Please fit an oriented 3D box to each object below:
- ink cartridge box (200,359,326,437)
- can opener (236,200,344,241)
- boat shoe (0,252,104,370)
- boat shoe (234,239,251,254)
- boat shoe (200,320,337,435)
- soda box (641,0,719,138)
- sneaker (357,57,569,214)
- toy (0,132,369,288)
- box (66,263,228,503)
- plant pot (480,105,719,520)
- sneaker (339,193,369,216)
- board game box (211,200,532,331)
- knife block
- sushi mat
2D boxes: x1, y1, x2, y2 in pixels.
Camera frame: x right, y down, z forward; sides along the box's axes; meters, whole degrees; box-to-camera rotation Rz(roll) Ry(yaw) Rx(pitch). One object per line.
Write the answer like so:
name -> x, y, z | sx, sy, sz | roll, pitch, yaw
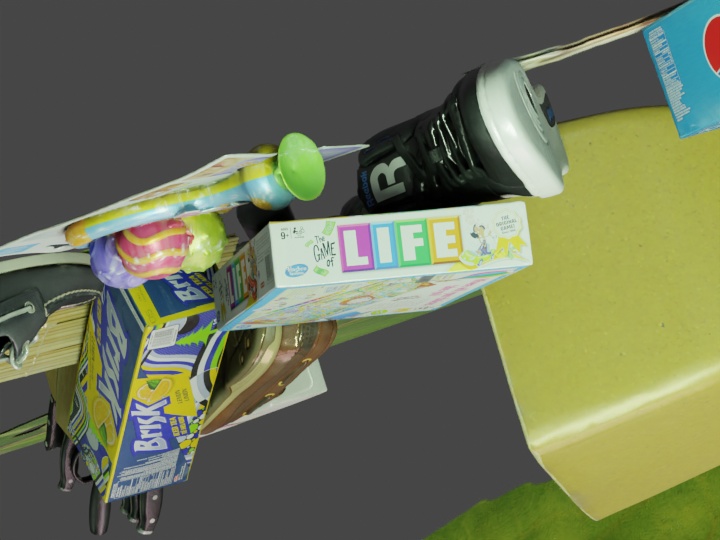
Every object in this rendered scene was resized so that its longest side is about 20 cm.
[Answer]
ink cartridge box -> -0.102, 0.058, 1.617 | 0.200, 0.117, 0.067 | -21, 173, 40
can opener -> -0.041, -0.024, 1.337 | 0.066, 0.053, 0.200 | -33, 174, 2
boat shoe -> -0.219, 0.032, 1.216 | 0.073, 0.063, 0.200 | -22, 174, 37
boat shoe -> -0.041, -0.002, 1.503 | 0.200, 0.070, 0.066 | -9, 174, -15
boat shoe -> -0.079, 0.070, 1.472 | 0.068, 0.072, 0.200 | 6, 157, -25
soda box -> 0.222, -0.125, 1.031 | 0.068, 0.064, 0.200 | -16, 175, -26
sneaker -> 0.047, -0.056, 1.122 | 0.112, 0.073, 0.200 | -20, 176, 10
toy -> -0.099, -0.021, 1.144 | 0.200, 0.047, 0.115 | -22, 172, 39
box -> -0.137, 0.062, 1.365 | 0.064, 0.070, 0.200 | -15, 148, -27
plant pot -> 0.188, 0.012, 1.264 | 0.200, 0.194, 0.196 | -19, 157, 10
sneaker -> 0.085, -0.042, 1.432 | 0.200, 0.075, 0.076 | -6, -152, 12
board game box -> 0.000, 0.000, 1.158 | 0.134, 0.034, 0.200 | -5, 173, -13
knife block -> -0.165, 0.098, 1.495 | 0.064, 0.176, 0.200 | -16, 175, -31
sushi mat -> -0.170, 0.027, 1.369 | 0.200, 0.012, 0.096 | -13, 140, -38
